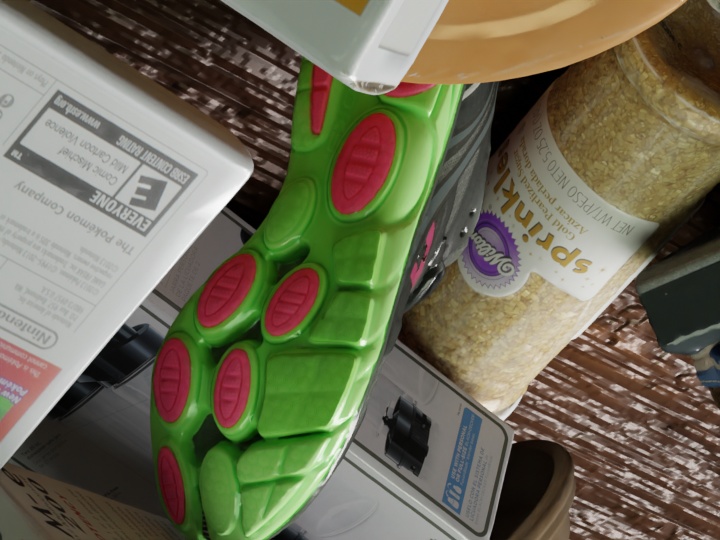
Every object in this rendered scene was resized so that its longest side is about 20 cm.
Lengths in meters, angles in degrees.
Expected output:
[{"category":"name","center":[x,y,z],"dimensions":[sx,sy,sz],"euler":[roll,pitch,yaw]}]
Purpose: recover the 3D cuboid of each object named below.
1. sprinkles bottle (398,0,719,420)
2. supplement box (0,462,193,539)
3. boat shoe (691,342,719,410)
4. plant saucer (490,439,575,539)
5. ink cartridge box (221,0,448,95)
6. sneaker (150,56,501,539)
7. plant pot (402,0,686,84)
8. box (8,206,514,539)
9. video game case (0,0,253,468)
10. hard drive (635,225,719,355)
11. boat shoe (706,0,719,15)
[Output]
[{"category":"sprinkles bottle","center":[0.067,-0.015,0.813],"dimensions":[0.068,0.069,0.200],"euler":[13,138,-26]},{"category":"supplement box","center":[-0.075,0.147,0.729],"dimensions":[0.126,0.073,0.200],"euler":[-53,141,6]},{"category":"boat shoe","center":[0.167,0.045,0.824],"dimensions":[0.072,0.073,0.200],"euler":[-24,179,3]},{"category":"plant saucer","center":[0.005,0.136,0.914],"dimensions":[0.199,0.200,0.030],"euler":[-30,98,27]},{"category":"ink cartridge box","center":[-0.027,-0.173,0.472],"dimensions":[0.201,0.197,0.047],"euler":[-58,167,8]},{"category":"sneaker","center":[0.000,0.000,0.736],"dimensions":[0.076,0.201,0.084],"euler":[20,170,33]},{"category":"plant pot","center":[0.022,-0.142,0.579],"dimensions":[0.198,0.141,0.201],"euler":[-5,144,-3]},{"category":"box","center":[-0.057,0.044,0.814],"dimensions":[0.200,0.060,0.116],"euler":[37,133,-18]},{"category":"video game case","center":[-0.153,-0.006,0.587],"dimensions":[0.199,0.023,0.182],"euler":[31,106,-40]},{"category":"hard drive","center":[0.200,-0.029,0.784],"dimensions":[0.199,0.033,0.139],"euler":[-24,179,20]},{"category":"boat shoe","center":[0.153,-0.061,0.677],"dimensions":[0.071,0.070,0.200],"euler":[-37,94,20]}]
